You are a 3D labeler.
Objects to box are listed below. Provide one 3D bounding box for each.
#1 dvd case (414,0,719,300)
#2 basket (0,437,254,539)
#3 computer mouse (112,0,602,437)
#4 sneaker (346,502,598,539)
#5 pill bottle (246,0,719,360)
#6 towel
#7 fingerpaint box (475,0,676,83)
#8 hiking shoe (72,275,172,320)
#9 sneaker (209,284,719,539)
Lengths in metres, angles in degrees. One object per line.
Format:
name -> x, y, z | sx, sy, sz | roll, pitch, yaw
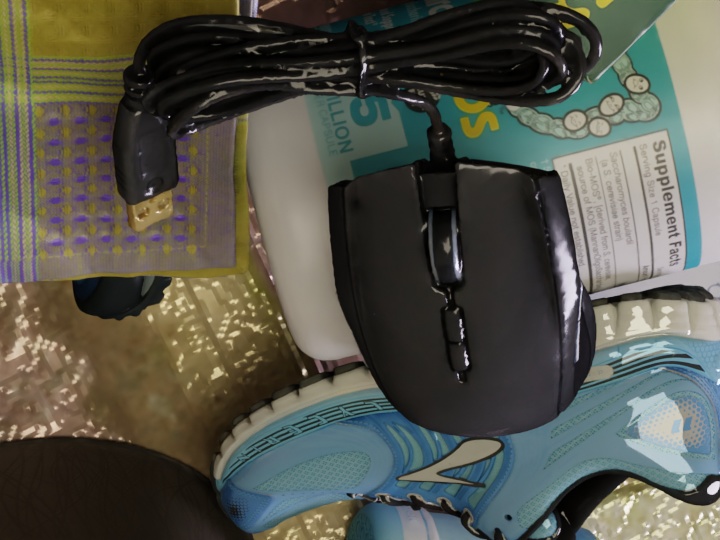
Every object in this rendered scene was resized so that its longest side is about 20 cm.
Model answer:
dvd case -> 0.117, -0.050, 0.868 | 0.142, 0.018, 0.200 | -26, 114, -6
basket -> -0.101, 0.158, 0.782 | 0.180, 0.200, 0.136 | -8, 111, -12
computer mouse -> 0.000, 0.000, 0.687 | 0.140, 0.046, 0.200 | 0, 144, 5
sneaker -> 0.053, 0.187, 0.903 | 0.130, 0.080, 0.201 | 2, 109, -15
pill bottle -> 0.062, -0.045, 0.782 | 0.199, 0.111, 0.111 | -15, 113, 0
towel -> -0.127, -0.046, 0.694 | 0.199, 0.023, 0.144 | -2, 133, -12
fingerpaint box -> 0.075, -0.162, 0.716 | 0.167, 0.200, 0.073 | -44, 113, 4
hiking shoe -> -0.119, -0.073, 0.760 | 0.086, 0.074, 0.201 | -20, 107, -18
sneaker -> 0.036, 0.068, 0.811 | 0.200, 0.078, 0.090 | -16, 85, 27
